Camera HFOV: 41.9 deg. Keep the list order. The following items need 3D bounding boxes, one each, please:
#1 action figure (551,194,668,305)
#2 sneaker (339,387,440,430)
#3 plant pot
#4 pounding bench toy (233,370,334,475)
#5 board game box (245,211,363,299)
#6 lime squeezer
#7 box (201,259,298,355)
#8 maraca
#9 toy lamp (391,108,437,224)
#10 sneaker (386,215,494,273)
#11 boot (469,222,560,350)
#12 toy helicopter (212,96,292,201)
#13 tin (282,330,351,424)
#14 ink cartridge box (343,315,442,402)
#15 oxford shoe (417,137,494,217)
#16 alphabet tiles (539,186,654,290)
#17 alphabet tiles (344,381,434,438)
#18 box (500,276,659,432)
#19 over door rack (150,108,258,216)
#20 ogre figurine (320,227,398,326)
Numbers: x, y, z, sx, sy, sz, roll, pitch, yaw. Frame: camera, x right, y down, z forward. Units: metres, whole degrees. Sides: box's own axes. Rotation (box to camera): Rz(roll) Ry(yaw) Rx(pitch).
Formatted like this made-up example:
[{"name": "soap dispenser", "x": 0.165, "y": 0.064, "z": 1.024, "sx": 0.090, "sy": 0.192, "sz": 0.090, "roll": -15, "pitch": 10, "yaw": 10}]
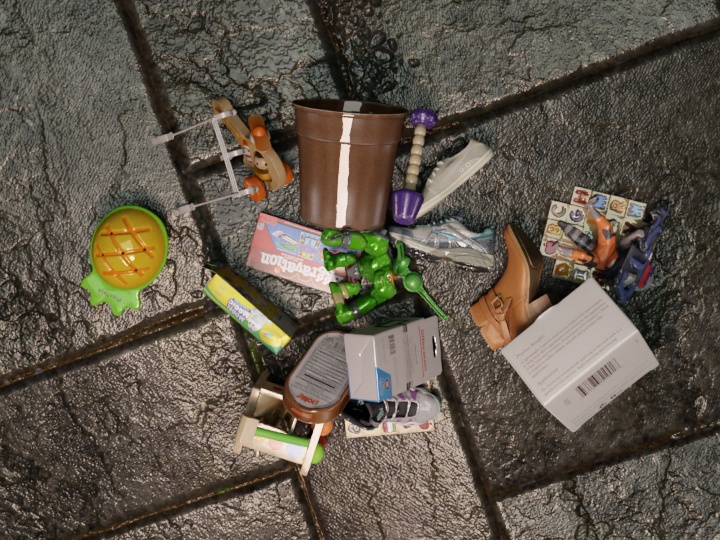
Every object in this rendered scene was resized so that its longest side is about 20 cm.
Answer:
[{"name": "action figure", "x": 0.449, "y": -0.043, "z": 1.650, "sx": 0.193, "sy": 0.105, "sz": 0.200, "roll": 42, "pitch": 71, "yaw": -10}, {"name": "sneaker", "x": 0.045, "y": 0.252, "z": 1.668, "sx": 0.198, "sy": 0.140, "sz": 0.078, "roll": 4, "pitch": 98, "yaw": 3}, {"name": "plant pot", "x": -0.022, "y": -0.181, "z": 1.600, "sx": 0.198, "sy": 0.200, "sz": 0.200, "roll": 4, "pitch": 106, "yaw": 2}, {"name": "pounding bench toy", "x": -0.131, "y": 0.281, "z": 1.659, "sx": 0.155, "sy": 0.200, "sz": 0.125, "roll": 19, "pitch": 98, "yaw": 1}, {"name": "board game box", "x": -0.101, "y": -0.028, "z": 1.704, "sx": 0.198, "sy": 0.019, "sz": 0.104, "roll": 17, "pitch": 100, "yaw": 0}, {"name": "lime squeezer", "x": 0.097, "y": 0.010, "z": 1.681, "sx": 0.038, "sy": 0.070, "sz": 0.201, "roll": -52, "pitch": 129, "yaw": -26}, {"name": "box", "x": -0.204, "y": 0.059, "z": 1.672, "sx": 0.200, "sy": 0.117, "sz": 0.048, "roll": 43, "pitch": 97, "yaw": -3}, {"name": "maraca", "x": -0.420, "y": -0.019, "z": 1.676, "sx": 0.136, "sy": 0.107, "sz": 0.201, "roll": 24, "pitch": 99, "yaw": -2}, {"name": "toy lamp", "x": 0.091, "y": -0.176, "z": 1.617, "sx": 0.058, "sy": 0.058, "sz": 0.202, "roll": 12, "pitch": 71, "yaw": 1}, {"name": "sneaker", "x": 0.145, "y": -0.057, "z": 1.672, "sx": 0.198, "sy": 0.078, "sz": 0.087, "roll": 14, "pitch": 78, "yaw": 1}, {"name": "boot", "x": 0.257, "y": 0.030, "z": 1.671, "sx": 0.154, "sy": 0.073, "sz": 0.201, "roll": -32, "pitch": 66, "yaw": 32}, {"name": "toy helicopter", "x": -0.195, "y": -0.228, "z": 1.634, "sx": 0.079, "sy": 0.132, "sz": 0.200, "roll": -33, "pitch": 77, "yaw": -22}, {"name": "tin", "x": -0.060, "y": 0.182, "z": 1.647, "sx": 0.111, "sy": 0.200, "sz": 0.042, "roll": 20, "pitch": 135, "yaw": 16}, {"name": "ink cartridge box", "x": 0.061, "y": 0.149, "z": 1.657, "sx": 0.067, "sy": 0.199, "sz": 0.117, "roll": 0, "pitch": 98, "yaw": 38}, {"name": "oxford shoe", "x": 0.145, "y": -0.159, "z": 1.647, "sx": 0.200, "sy": 0.075, "sz": 0.058, "roll": -42, "pitch": 92, "yaw": 3}, {"name": "alphabet tiles", "x": 0.426, "y": -0.054, "z": 1.681, "sx": 0.198, "sy": 0.006, "sz": 0.168, "roll": 13, "pitch": 99, "yaw": 1}, {"name": "alphabet tiles", "x": 0.046, "y": 0.206, "z": 1.737, "sx": 0.166, "sy": 0.008, "sz": 0.202, "roll": -5, "pitch": 98, "yaw": 4}, {"name": "box", "x": 0.376, "y": 0.147, "z": 1.600, "sx": 0.199, "sy": 0.200, "sz": 0.131, "roll": -40, "pitch": 56, "yaw": 8}, {"name": "over door rack", "x": -0.266, "y": -0.189, "z": 1.642, "sx": 0.199, "sy": 0.066, "sz": 0.149, "roll": -10, "pitch": 99, "yaw": 40}, {"name": "ogre figurine", "x": 0.000, "y": 0.000, "z": 1.645, "sx": 0.119, "sy": 0.098, "sz": 0.202, "roll": -17, "pitch": 108, "yaw": -9}]
